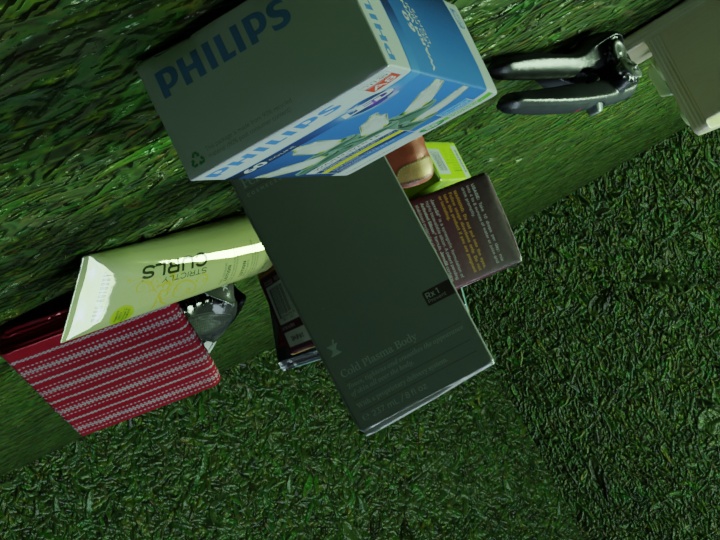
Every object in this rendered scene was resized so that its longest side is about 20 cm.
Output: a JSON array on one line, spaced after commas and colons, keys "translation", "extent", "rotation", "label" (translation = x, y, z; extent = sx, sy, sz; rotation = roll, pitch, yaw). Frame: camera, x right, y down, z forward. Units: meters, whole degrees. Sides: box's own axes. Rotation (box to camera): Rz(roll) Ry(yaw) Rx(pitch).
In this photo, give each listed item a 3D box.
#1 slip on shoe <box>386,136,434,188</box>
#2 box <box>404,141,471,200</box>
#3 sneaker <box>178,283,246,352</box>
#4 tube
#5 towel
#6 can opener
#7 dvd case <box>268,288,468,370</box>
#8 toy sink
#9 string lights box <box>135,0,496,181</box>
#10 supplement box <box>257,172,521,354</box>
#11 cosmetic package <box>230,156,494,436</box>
[{"translation": [-0.004, -0.065, 0.999], "extent": [0.074, 0.061, 0.200], "rotation": [-27, 178, -31], "label": "slip on shoe"}, {"translation": [0.000, -0.058, 1.208], "extent": [0.200, 0.048, 0.122], "rotation": [-30, 175, 19], "label": "box"}, {"translation": [-0.163, 0.030, 1.159], "extent": [0.090, 0.067, 0.200], "rotation": [-44, 165, 8], "label": "sneaker"}, {"translation": [-0.145, 0.000, 0.958], "extent": [0.052, 0.058, 0.200], "rotation": [-9, -173, 39], "label": "tube"}, {"translation": [-0.207, 0.076, 1.067], "extent": [0.144, 0.023, 0.200], "rotation": [-20, 152, -2], "label": "towel"}, {"translation": [0.163, -0.149, 0.998], "extent": [0.079, 0.064, 0.200], "rotation": [-30, 176, 37], "label": "can opener"}, {"translation": [0.001, 0.012, 1.290], "extent": [0.199, 0.146, 0.022], "rotation": [-18, 143, 6], "label": "dvd case"}, {"translation": [0.339, -0.200, 1.163], "extent": [0.200, 0.112, 0.130], "rotation": [-30, 175, 30], "label": "toy sink"}, {"translation": [-0.011, -0.092, 0.604], "extent": [0.103, 0.059, 0.200], "rotation": [-27, 176, 19], "label": "string lights box"}, {"translation": [0.023, -0.005, 1.092], "extent": [0.199, 0.086, 0.110], "rotation": [-22, 179, -17], "label": "supplement box"}, {"translation": [0.000, 0.000, 0.866], "extent": [0.107, 0.200, 0.090], "rotation": [-30, 178, -1], "label": "cosmetic package"}]
